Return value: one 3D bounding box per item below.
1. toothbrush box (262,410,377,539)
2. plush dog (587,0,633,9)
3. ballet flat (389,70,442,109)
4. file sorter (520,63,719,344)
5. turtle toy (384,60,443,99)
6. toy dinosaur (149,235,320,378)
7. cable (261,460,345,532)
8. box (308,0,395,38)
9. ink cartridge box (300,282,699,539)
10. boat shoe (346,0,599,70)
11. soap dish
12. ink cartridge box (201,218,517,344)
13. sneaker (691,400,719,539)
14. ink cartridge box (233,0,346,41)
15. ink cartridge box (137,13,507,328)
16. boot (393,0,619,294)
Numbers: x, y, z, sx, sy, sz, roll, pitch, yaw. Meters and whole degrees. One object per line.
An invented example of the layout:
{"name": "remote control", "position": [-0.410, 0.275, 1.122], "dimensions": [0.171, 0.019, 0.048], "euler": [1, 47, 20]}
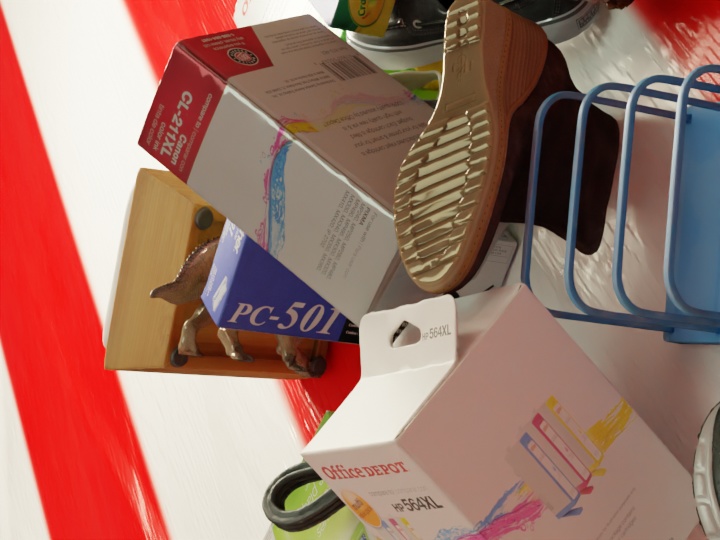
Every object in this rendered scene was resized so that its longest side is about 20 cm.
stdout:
{"name": "toothbrush box", "position": [0.012, 0.221, 1.367], "dimensions": [0.146, 0.085, 0.201], "euler": [-64, 34, 33]}
{"name": "plush dog", "position": [0.106, -0.233, 1.175], "dimensions": [0.160, 0.200, 0.172], "euler": [-44, 59, 13]}
{"name": "ballet flat", "position": [0.058, -0.103, 1.301], "dimensions": [0.198, 0.068, 0.069], "euler": [6, 70, 25]}
{"name": "file sorter", "position": [0.188, -0.036, 1.041], "dimensions": [0.200, 0.122, 0.140], "euler": [-3, 80, 63]}
{"name": "turtle toy", "position": [0.015, -0.078, 1.405], "dimensions": [0.144, 0.101, 0.202], "euler": [-2, 78, 22]}
{"name": "toy dinosaur", "position": [-0.067, 0.004, 1.453], "dimensions": [0.086, 0.198, 0.137], "euler": [174, 105, -67]}
{"name": "cable", "position": [0.028, 0.125, 1.313], "dimensions": [0.200, 0.050, 0.097], "euler": [-42, 52, 10]}
{"name": "box", "position": [0.009, -0.272, 1.297], "dimensions": [0.118, 0.048, 0.202], "euler": [55, 131, 54]}
{"name": "ink cartridge box", "position": [0.073, 0.109, 1.113], "dimensions": [0.125, 0.200, 0.128], "euler": [-48, 14, -25]}
{"name": "boat shoe", "position": [0.064, -0.183, 1.305], "dimensions": [0.199, 0.066, 0.070], "euler": [2, 47, 41]}
{"name": "soap dish", "position": [-0.100, 0.010, 1.534], "dimensions": [0.081, 0.199, 0.159], "euler": [18, 98, 46]}
{"name": "ink cartridge box", "position": [0.000, 0.000, 1.318], "dimensions": [0.044, 0.198, 0.095], "euler": [54, 130, 55]}
{"name": "sneaker", "position": [0.227, 0.153, 0.990], "dimensions": [0.080, 0.073, 0.202], "euler": [-31, 60, 40]}
{"name": "ink cartridge box", "position": [-0.021, -0.201, 1.540], "dimensions": [0.147, 0.083, 0.201], "euler": [-64, 32, 32]}
{"name": "ink cartridge box", "position": [-0.017, -0.067, 1.225], "dimensions": [0.200, 0.145, 0.083], "euler": [39, 121, 20]}
{"name": "boot", "position": [0.099, -0.048, 1.150], "dimensions": [0.072, 0.166, 0.202], "euler": [-11, 55, 37]}
